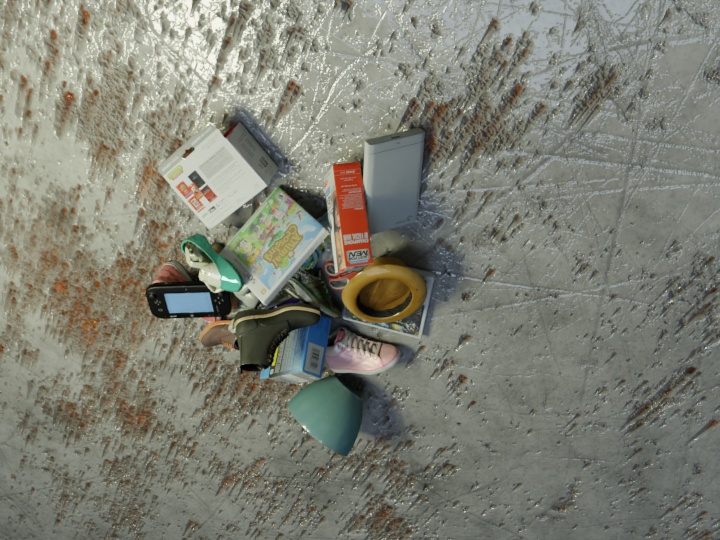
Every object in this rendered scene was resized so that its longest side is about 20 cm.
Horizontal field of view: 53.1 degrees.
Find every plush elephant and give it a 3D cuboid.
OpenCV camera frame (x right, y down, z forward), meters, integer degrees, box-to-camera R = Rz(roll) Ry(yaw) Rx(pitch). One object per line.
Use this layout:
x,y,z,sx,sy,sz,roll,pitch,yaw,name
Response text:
-0.265,0.000,1.636,0.154,0.165,0.201,41,114,3,plush elephant

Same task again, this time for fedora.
0.052,0.032,1.569,0.195,0.083,0.203,1,140,1,fedora

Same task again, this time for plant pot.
-0.069,0.348,1.822,0.199,0.200,0.136,39,89,-12,plant pot

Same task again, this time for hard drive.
0.064,-0.176,1.447,0.129,0.027,0.204,-18,130,-25,hard drive

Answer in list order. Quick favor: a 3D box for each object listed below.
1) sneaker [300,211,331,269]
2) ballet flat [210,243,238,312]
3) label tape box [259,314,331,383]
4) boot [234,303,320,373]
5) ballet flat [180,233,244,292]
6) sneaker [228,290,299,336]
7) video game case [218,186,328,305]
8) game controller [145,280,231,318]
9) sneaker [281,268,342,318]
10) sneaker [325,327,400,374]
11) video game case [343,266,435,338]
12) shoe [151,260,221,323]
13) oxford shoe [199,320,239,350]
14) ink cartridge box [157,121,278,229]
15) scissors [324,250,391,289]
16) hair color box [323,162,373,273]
-0.077,-0.067,1.550,0.197,0.132,0.080,-28,112,31,sneaker
-0.345,0.033,1.743,0.069,0.066,0.204,0,124,17,ballet flat
-0.157,0.191,1.734,0.062,0.148,0.198,22,156,-31,label tape box
-0.179,0.156,1.600,0.194,0.141,0.078,-9,146,-1,boot
-0.325,-0.008,1.536,0.199,0.069,0.069,41,136,36,ballet flat
-0.212,0.118,1.731,0.197,0.070,0.101,-31,114,6,sneaker
-0.187,-0.056,1.526,0.182,0.201,0.022,40,178,33,video game case
-0.404,0.071,1.701,0.194,0.043,0.107,-2,123,0,game controller
-0.099,0.044,1.671,0.076,0.090,0.199,13,161,46,sneaker
-0.006,0.190,1.742,0.195,0.076,0.106,-7,127,26,sneaker
0.062,0.060,1.665,0.195,0.024,0.185,14,126,7,video game case
-0.431,0.076,1.783,0.071,0.092,0.201,-27,113,31,shoe
-0.331,0.167,1.815,0.197,0.074,0.071,-22,149,29,oxford shoe
-0.307,-0.218,1.545,0.198,0.085,0.176,-29,112,31,ink cartridge box
0.000,0.000,1.615,0.196,0.014,0.075,-11,112,33,scissors
-0.027,-0.104,1.456,0.062,0.111,0.206,-7,85,-14,hair color box
